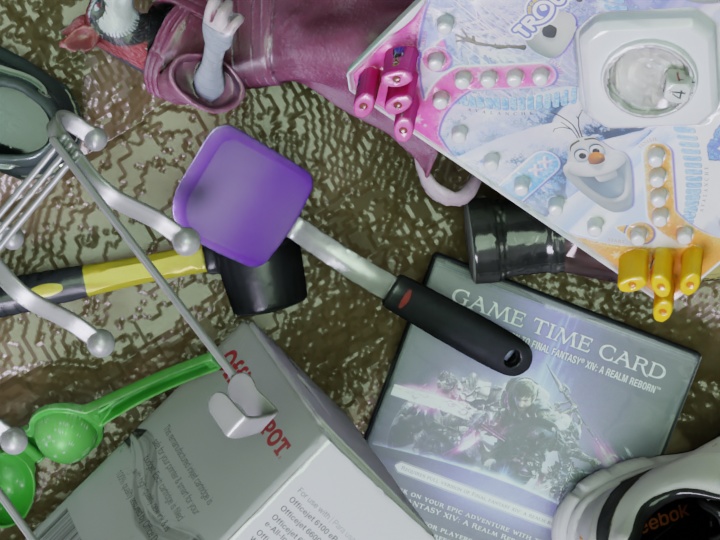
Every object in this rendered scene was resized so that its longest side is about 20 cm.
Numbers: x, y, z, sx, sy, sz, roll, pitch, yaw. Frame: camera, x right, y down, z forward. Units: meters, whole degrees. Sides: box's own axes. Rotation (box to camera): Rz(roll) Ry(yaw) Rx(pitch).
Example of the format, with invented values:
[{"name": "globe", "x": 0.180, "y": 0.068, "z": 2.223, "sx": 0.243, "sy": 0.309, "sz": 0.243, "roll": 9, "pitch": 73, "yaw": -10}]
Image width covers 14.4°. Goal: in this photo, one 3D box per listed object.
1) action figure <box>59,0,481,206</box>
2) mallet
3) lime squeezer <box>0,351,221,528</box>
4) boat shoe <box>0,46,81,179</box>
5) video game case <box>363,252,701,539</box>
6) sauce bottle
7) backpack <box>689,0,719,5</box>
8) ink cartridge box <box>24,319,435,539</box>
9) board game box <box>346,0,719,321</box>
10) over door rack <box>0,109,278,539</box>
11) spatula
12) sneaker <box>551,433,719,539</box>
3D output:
[{"name": "action figure", "x": -0.044, "y": -0.116, "z": 1.356, "sx": 0.198, "sy": 0.135, "sz": 0.149, "roll": -4, "pitch": 139, "yaw": 10}, {"name": "mallet", "x": -0.127, "y": -0.006, "z": 1.377, "sx": 0.198, "sy": 0.041, "sz": 0.066, "roll": -4, "pitch": 97, "yaw": 2}, {"name": "lime squeezer", "x": -0.152, "y": 0.094, "z": 1.366, "sx": 0.200, "sy": 0.071, "sz": 0.038, "roll": -44, "pitch": 109, "yaw": 1}, {"name": "boat shoe", "x": -0.225, "y": -0.098, "z": 1.349, "sx": 0.199, "sy": 0.062, "sz": 0.073, "roll": 23, "pitch": 93, "yaw": -5}, {"name": "video game case", "x": 0.067, "y": 0.110, "z": 1.404, "sx": 0.142, "sy": 0.019, "sz": 0.201, "roll": 20, "pitch": 93, "yaw": -5}, {"name": "sauce bottle", "x": 0.150, "y": -0.025, "z": 1.373, "sx": 0.198, "sy": 0.066, "sz": 0.067, "roll": -5, "pitch": 96, "yaw": 0}, {"name": "backpack", "x": 0.151, "y": -0.179, "z": 1.306, "sx": 0.183, "sy": 0.147, "sz": 0.201, "roll": -35, "pitch": 103, "yaw": -10}, {"name": "ink cartridge box", "x": -0.079, "y": 0.140, "z": 1.330, "sx": 0.200, "sy": 0.145, "sz": 0.084, "roll": -45, "pitch": 117, "yaw": 2}, {"name": "board game box", "x": 0.127, "y": -0.084, "z": 1.256, "sx": 0.199, "sy": 0.026, "sz": 0.200, "roll": 33, "pitch": 128, "yaw": -20}, {"name": "over door rack", "x": -0.124, "y": 0.048, "z": 1.295, "sx": 0.148, "sy": 0.066, "sz": 0.200, "roll": -48, "pitch": 55, "yaw": 20}, {"name": "spatula", "x": 0.000, "y": 0.000, "z": 1.355, "sx": 0.199, "sy": 0.021, "sz": 0.057, "roll": 31, "pitch": 98, "yaw": -17}, {"name": "sneaker", "x": 0.192, "y": 0.103, "z": 1.371, "sx": 0.199, "sy": 0.080, "sz": 0.074, "roll": -29, "pitch": 102, "yaw": -8}]
